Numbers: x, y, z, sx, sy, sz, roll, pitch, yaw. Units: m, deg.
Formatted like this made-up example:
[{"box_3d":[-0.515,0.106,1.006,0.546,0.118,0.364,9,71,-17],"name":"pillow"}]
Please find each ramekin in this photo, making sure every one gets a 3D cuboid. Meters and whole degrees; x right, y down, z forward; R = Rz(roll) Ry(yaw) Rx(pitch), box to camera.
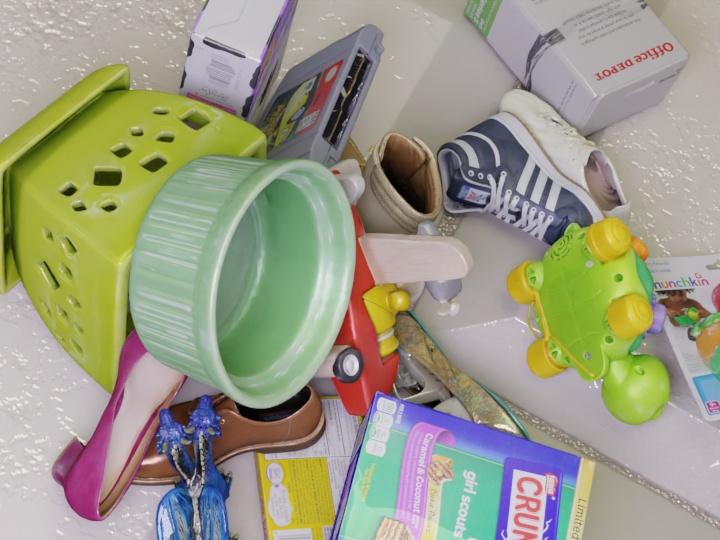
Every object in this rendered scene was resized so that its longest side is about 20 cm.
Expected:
[{"box_3d":[-0.097,0.002,1.430,0.097,0.201,0.200,14,47,31],"name":"ramekin"}]

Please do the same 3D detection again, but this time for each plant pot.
[{"box_3d":[-0.215,-0.048,1.551,0.181,0.201,0.199,33,54,17],"name":"plant pot"}]

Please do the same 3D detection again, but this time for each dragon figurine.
[{"box_3d":[-0.132,0.206,1.438,0.058,0.099,0.202,-5,78,5],"name":"dragon figurine"}]

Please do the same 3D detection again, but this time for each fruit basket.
[{"box_3d":[0.384,0.055,1.732,0.183,0.094,0.201,-3,55,-19],"name":"fruit basket"}]

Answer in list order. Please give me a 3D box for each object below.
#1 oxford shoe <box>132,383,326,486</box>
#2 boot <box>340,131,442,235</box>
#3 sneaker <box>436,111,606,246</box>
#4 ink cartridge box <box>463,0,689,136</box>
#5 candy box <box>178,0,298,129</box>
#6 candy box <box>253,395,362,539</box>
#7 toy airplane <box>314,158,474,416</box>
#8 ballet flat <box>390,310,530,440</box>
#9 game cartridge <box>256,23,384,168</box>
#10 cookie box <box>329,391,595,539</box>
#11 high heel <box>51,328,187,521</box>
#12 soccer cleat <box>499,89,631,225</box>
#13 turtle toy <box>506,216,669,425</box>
[{"box_3d":[-0.129,0.130,1.520,0.198,0.071,0.072,-15,61,-6],"name":"oxford shoe"},{"box_3d":[0.008,-0.091,1.668,0.072,0.156,0.201,-10,61,-23],"name":"boot"},{"box_3d":[0.156,-0.065,1.752,0.108,0.070,0.200,-23,62,-31],"name":"sneaker"},{"box_3d":[0.230,-0.254,1.891,0.145,0.084,0.201,-25,67,-29],"name":"ink cartridge box"},{"box_3d":[-0.116,-0.203,1.676,0.071,0.201,0.169,20,53,-1],"name":"candy box"},{"box_3d":[-0.037,0.202,1.540,0.101,0.026,0.202,1,57,-17],"name":"candy box"},{"box_3d":[0.000,0.000,1.568,0.140,0.200,0.200,-4,44,-46],"name":"toy airplane"},{"box_3d":[0.070,0.114,1.597,0.070,0.071,0.200,-23,53,-29],"name":"ballet flat"},{"box_3d":[-0.053,-0.141,1.700,0.041,0.133,0.201,38,49,-21],"name":"game cartridge"},{"box_3d":[0.081,0.216,1.471,0.198,0.075,0.172,18,59,-4],"name":"cookie box"},{"box_3d":[-0.177,0.114,1.459,0.200,0.096,0.067,-49,123,-9],"name":"high heel"},{"box_3d":[0.212,-0.117,1.799,0.069,0.078,0.201,-21,65,-28],"name":"soccer cleat"},{"box_3d":[0.231,0.049,1.670,0.100,0.145,0.202,1,68,-43],"name":"turtle toy"}]
